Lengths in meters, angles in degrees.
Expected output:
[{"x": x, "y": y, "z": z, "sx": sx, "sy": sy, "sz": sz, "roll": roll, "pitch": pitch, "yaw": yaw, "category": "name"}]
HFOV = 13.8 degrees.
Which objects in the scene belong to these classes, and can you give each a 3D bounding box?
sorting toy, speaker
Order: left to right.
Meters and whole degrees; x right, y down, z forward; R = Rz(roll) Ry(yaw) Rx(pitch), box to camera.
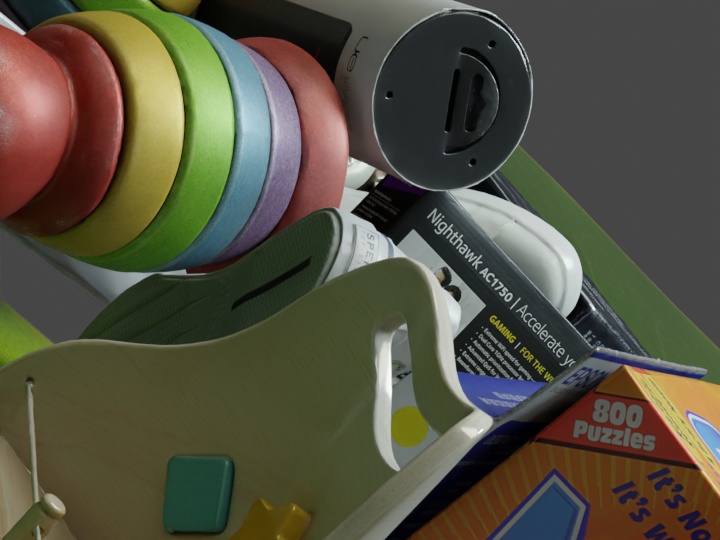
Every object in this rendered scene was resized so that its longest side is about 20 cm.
[{"x": -0.038, "y": 0.077, "z": 0.957, "sx": 0.107, "sy": 0.180, "sz": 0.200, "roll": 45, "pitch": 13, "yaw": -25, "category": "sorting toy"}, {"x": -0.005, "y": -0.094, "z": 1.329, "sx": 0.081, "sy": 0.081, "sz": 0.200, "roll": 44, "pitch": -8, "yaw": -31, "category": "speaker"}]

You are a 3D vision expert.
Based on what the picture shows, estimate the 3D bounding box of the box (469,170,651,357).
[{"x": 0.071, "y": 0.030, "z": 1.631, "sx": 0.197, "sy": 0.117, "sz": 0.200, "roll": 54, "pitch": 7, "yaw": 36, "category": "box"}]

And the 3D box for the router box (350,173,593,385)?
[{"x": 0.038, "y": 0.073, "z": 1.331, "sx": 0.200, "sy": 0.149, "sz": 0.051, "roll": 47, "pitch": -4, "yaw": -22, "category": "router box"}]

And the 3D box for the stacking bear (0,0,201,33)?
[{"x": -0.111, "y": -0.155, "z": 1.352, "sx": 0.114, "sy": 0.200, "sz": 0.122, "roll": 35, "pitch": 19, "yaw": -53, "category": "stacking bear"}]

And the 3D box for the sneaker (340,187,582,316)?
[{"x": 0.000, "y": 0.000, "z": 1.382, "sx": 0.200, "sy": 0.073, "sz": 0.085, "roll": 11, "pitch": 22, "yaw": 21, "category": "sneaker"}]

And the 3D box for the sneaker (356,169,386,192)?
[{"x": -0.004, "y": -0.022, "z": 1.487, "sx": 0.200, "sy": 0.070, "sz": 0.076, "roll": -92, "pitch": 159, "yaw": -52, "category": "sneaker"}]

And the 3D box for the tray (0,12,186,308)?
[{"x": -0.140, "y": -0.045, "z": 1.286, "sx": 0.200, "sy": 0.022, "sz": 0.108, "roll": 40, "pitch": 38, "yaw": -44, "category": "tray"}]

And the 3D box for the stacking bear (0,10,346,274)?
[{"x": -0.109, "y": -0.052, "z": 1.191, "sx": 0.200, "sy": 0.114, "sz": 0.122, "roll": 6, "pitch": 41, "yaw": -49, "category": "stacking bear"}]

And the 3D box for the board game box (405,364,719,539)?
[{"x": 0.104, "y": 0.179, "z": 1.140, "sx": 0.200, "sy": 0.200, "sz": 0.200, "roll": 54, "pitch": 12, "yaw": 15, "category": "board game box"}]

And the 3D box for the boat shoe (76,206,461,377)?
[{"x": -0.042, "y": 0.038, "z": 1.097, "sx": 0.067, "sy": 0.200, "sz": 0.074, "roll": 32, "pitch": 61, "yaw": -25, "category": "boat shoe"}]

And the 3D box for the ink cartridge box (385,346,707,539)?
[{"x": 0.025, "y": 0.080, "z": 1.143, "sx": 0.047, "sy": 0.200, "sz": 0.198, "roll": 52, "pitch": 11, "yaw": 14, "category": "ink cartridge box"}]

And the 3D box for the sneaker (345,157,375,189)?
[{"x": -0.085, "y": -0.098, "z": 1.480, "sx": 0.200, "sy": 0.077, "sz": 0.111, "roll": 36, "pitch": -27, "yaw": -6, "category": "sneaker"}]
